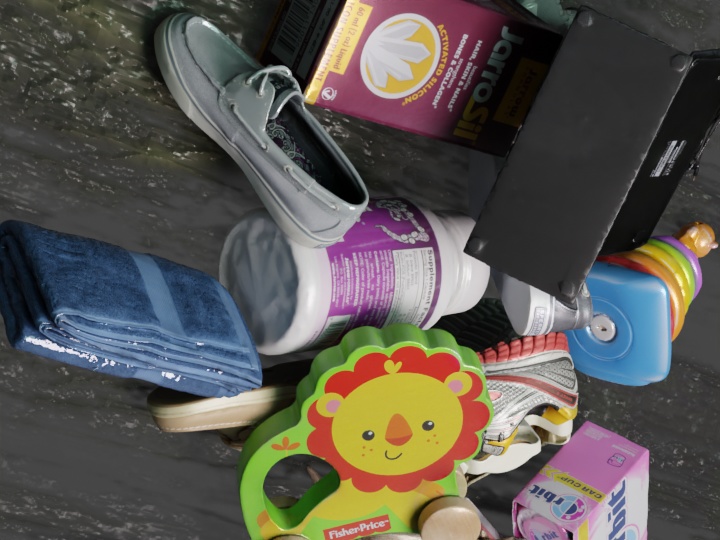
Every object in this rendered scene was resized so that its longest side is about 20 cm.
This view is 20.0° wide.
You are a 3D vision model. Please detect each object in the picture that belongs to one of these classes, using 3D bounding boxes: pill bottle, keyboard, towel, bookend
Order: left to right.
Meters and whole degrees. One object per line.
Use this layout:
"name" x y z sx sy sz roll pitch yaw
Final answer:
"towel" -0.162 0.025 1.426 0.200 0.112 0.049 16 127 -41
"pill bottle" 0.000 0.000 1.554 0.200 0.112 0.113 -6 104 -41
"bookend" 0.165 -0.089 1.561 0.199 0.092 0.200 -65 176 6
"keyboard" 0.252 -0.104 1.709 0.104 0.040 0.200 -6 131 -45

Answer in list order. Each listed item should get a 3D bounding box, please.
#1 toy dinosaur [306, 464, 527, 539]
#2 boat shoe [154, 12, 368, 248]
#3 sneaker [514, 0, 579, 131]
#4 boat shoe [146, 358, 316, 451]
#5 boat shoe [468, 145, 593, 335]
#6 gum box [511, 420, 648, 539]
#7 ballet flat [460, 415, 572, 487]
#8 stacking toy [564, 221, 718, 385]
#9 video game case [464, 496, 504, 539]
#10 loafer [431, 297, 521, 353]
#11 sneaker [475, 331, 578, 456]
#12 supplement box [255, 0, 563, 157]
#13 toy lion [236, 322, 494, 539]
"toy dinosaur" 0.037 0.224 1.654 0.199 0.136 0.086 19 75 -3
"boat shoe" -0.064 -0.111 1.446 0.201 0.071 0.070 52 44 0
"sneaker" 0.142 -0.222 1.664 0.115 0.075 0.201 -23 120 -45
"boat shoe" -0.075 0.109 1.542 0.200 0.071 0.065 -5 103 -42
"boat shoe" 0.137 -0.034 1.625 0.068 0.200 0.072 -2 138 -18
"gum box" 0.192 0.245 1.771 0.113 0.066 0.200 -42 142 -34
"ballet flat" 0.132 0.137 1.727 0.200 0.075 0.068 -27 114 -34
"stacking toy" 0.260 0.007 1.807 0.200 0.116 0.110 -38 133 -46
"video game case" 0.067 0.311 1.750 0.200 0.017 0.143 -54 129 -17
"loafer" 0.064 0.101 1.671 0.200 0.075 0.070 -42 138 -20
"sneaker" 0.082 0.108 1.582 0.199 0.078 0.082 -16 81 -16
"supplement box" 0.038 -0.168 1.535 0.200 0.086 0.111 13 110 -36
"toy lion" 0.002 0.131 1.509 0.199 0.069 0.192 -14 123 -1
